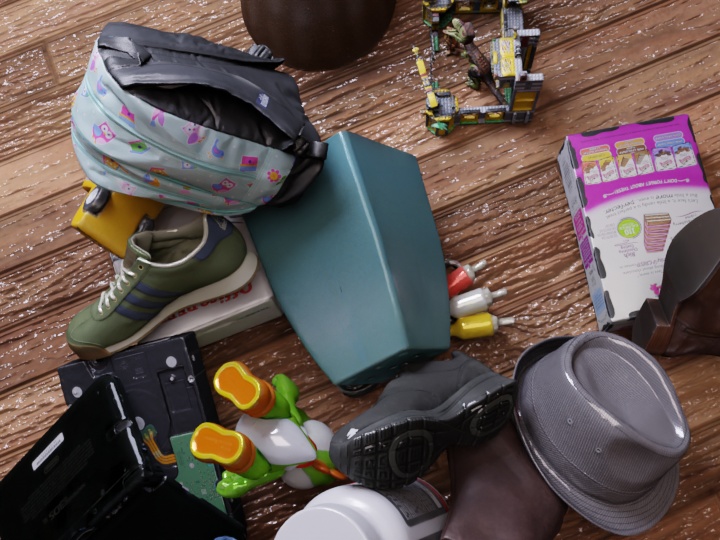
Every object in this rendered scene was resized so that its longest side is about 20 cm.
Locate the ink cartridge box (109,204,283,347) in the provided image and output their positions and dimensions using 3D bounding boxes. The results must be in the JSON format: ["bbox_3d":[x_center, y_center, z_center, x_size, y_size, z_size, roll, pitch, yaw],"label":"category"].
[{"bbox_3d":[-0.181,-0.026,0.956,0.144,0.084,0.203,-20,75,-2],"label":"ink cartridge box"}]

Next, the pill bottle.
[{"bbox_3d":[0.006,0.244,0.801,0.114,0.199,0.118,-3,81,22],"label":"pill bottle"}]

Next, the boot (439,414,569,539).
[{"bbox_3d":[0.104,0.186,0.852,0.198,0.073,0.167,34,40,5],"label":"boot"}]

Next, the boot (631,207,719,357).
[{"bbox_3d":[0.377,0.022,0.851,0.196,0.188,0.065,6,50,-10],"label":"boot"}]

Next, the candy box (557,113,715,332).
[{"bbox_3d":[0.294,-0.048,0.950,0.134,0.061,0.204,-9,74,0],"label":"candy box"}]

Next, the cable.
[{"bbox_3d":[0.054,0.052,0.940,0.197,0.050,0.098,-24,73,-3],"label":"cable"}]

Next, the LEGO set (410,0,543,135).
[{"bbox_3d":[0.129,-0.250,0.983,0.151,0.116,0.204,6,75,5],"label":"LEGO set"}]

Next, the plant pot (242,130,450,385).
[{"bbox_3d":[0.000,0.000,0.885,0.140,0.140,0.203,-28,72,28],"label":"plant pot"}]

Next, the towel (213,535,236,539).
[{"bbox_3d":[-0.131,0.324,0.809,0.112,0.201,0.048,43,38,11],"label":"towel"}]

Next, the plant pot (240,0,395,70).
[{"bbox_3d":[-0.054,-0.348,0.978,0.183,0.200,0.191,-1,74,2],"label":"plant pot"}]

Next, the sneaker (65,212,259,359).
[{"bbox_3d":[-0.199,0.003,0.847,0.197,0.090,0.068,-25,42,4],"label":"sneaker"}]

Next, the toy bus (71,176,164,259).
[{"bbox_3d":[-0.208,-0.113,0.892,0.065,0.078,0.202,37,75,-33],"label":"toy bus"}]

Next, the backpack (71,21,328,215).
[{"bbox_3d":[-0.145,-0.128,0.790,0.197,0.128,0.168,9,33,-34],"label":"backpack"}]

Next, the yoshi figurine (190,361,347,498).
[{"bbox_3d":[-0.087,0.154,0.858,0.111,0.200,0.113,-28,58,13],"label":"yoshi figurine"}]

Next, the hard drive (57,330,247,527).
[{"bbox_3d":[-0.199,0.172,0.882,0.137,0.038,0.204,-14,94,12],"label":"hard drive"}]

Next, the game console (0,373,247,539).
[{"bbox_3d":[-0.233,0.230,0.867,0.200,0.116,0.177,-43,56,18],"label":"game console"}]

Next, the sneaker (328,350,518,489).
[{"bbox_3d":[0.047,0.128,0.817,0.197,0.077,0.091,-13,36,-36],"label":"sneaker"}]

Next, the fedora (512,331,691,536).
[{"bbox_3d":[0.238,0.135,0.856,0.175,0.091,0.201,-29,72,-34],"label":"fedora"}]
